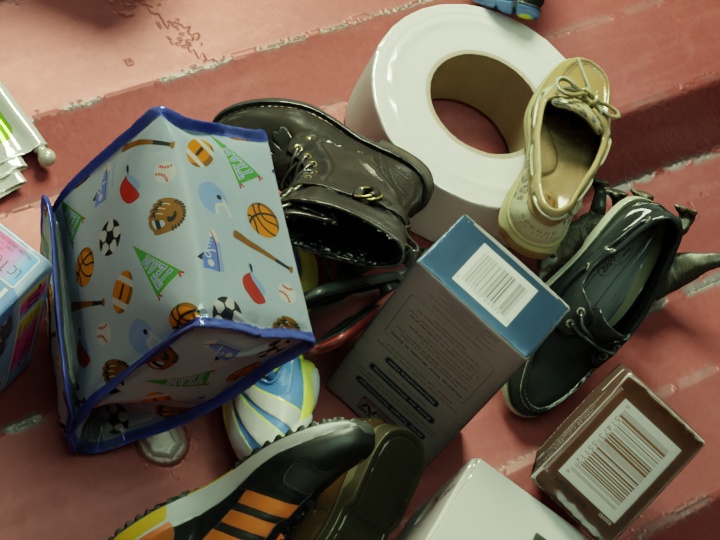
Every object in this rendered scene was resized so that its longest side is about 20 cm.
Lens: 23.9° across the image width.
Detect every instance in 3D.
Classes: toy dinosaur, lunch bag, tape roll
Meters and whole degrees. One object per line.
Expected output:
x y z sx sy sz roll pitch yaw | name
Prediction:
0.216 -0.015 1.394 0.199 0.103 0.077 12 12 -29 | toy dinosaur
-0.147 0.013 1.149 0.124 0.200 0.171 13 55 -41 | lunch bag
0.092 -0.119 1.401 0.202 0.071 0.203 10 57 -17 | tape roll

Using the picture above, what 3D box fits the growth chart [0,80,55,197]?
-0.326 -0.085 1.243 0.145 0.018 0.200 45 54 8 | growth chart

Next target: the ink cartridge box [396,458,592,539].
0.115 0.237 1.156 0.200 0.146 0.084 35 57 1 | ink cartridge box

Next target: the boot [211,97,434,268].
-0.039 -0.064 1.248 0.199 0.069 0.174 16 21 8 | boot

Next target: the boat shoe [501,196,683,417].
0.184 0.031 1.307 0.075 0.066 0.199 44 79 -23 | boat shoe

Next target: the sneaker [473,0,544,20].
0.135 -0.283 1.480 0.071 0.083 0.200 19 37 -4 | sneaker

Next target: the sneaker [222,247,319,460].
-0.083 0.039 1.213 0.105 0.076 0.200 48 31 -41 | sneaker

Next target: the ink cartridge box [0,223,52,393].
-0.294 0.071 1.090 0.076 0.137 0.200 36 54 7 | ink cartridge box

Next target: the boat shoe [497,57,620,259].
0.165 -0.099 1.336 0.073 0.063 0.200 23 55 -7 | boat shoe

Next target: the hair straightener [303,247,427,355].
0.000 0.000 1.267 0.077 0.041 0.200 63 31 -2 | hair straightener

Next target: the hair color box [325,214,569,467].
0.057 0.055 1.204 0.100 0.200 0.061 42 55 5 | hair color box

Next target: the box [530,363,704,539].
0.180 0.126 1.205 0.075 0.200 0.100 43 93 8 | box

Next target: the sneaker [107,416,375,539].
-0.067 0.174 1.124 0.200 0.070 0.090 -29 73 5 | sneaker

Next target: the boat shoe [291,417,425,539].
-0.028 0.193 1.174 0.072 0.068 0.200 47 68 -33 | boat shoe
